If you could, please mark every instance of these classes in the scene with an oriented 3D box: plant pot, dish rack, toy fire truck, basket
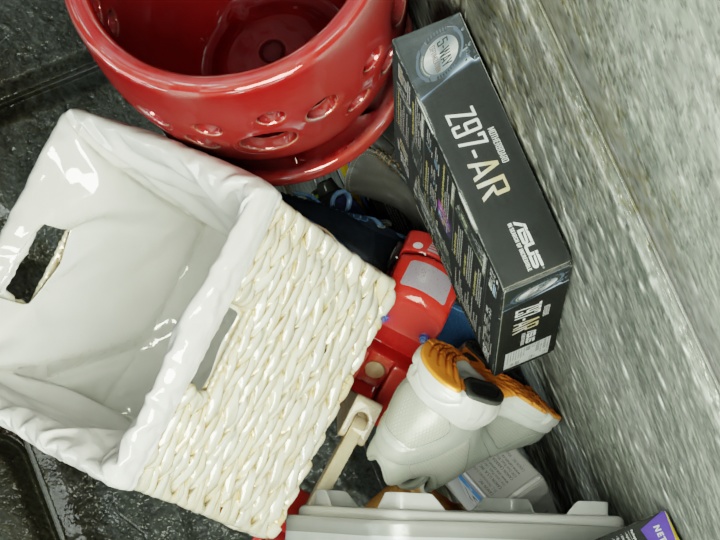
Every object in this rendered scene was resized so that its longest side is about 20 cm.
[{"bbox_3d":[-0.065,-0.157,1.386,0.183,0.199,0.201,68,178,-64],"label":"plant pot"},{"bbox_3d":[0.059,0.158,1.390,0.171,0.198,0.044,-11,75,63],"label":"dish rack"},{"bbox_3d":[0.001,0.085,1.475,0.201,0.048,0.141,-61,5,40],"label":"toy fire truck"},{"bbox_3d":[-0.120,0.034,1.405,0.199,0.199,0.161,23,173,41],"label":"basket"}]

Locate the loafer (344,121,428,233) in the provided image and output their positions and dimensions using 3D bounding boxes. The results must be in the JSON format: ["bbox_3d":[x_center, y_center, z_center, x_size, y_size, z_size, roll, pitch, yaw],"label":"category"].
[{"bbox_3d":[0.023,-0.066,1.545,0.073,0.072,0.201,76,170,-51],"label":"loafer"}]

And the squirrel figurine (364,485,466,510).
[{"bbox_3d":[0.050,0.241,1.632,0.199,0.141,0.188,-16,-107,-50],"label":"squirrel figurine"}]

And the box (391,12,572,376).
[{"bbox_3d":[0.068,-0.039,1.342,0.200,0.043,0.161,84,163,-73],"label":"box"}]

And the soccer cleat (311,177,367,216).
[{"bbox_3d":[-0.023,-0.018,1.688,0.084,0.064,0.200,59,177,0],"label":"soccer cleat"}]

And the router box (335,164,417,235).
[{"bbox_3d":[0.039,-0.020,1.676,0.149,0.051,0.201,91,155,-78],"label":"router box"}]

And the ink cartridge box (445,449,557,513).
[{"bbox_3d":[0.083,0.147,1.652,0.200,0.045,0.177,48,169,42],"label":"ink cartridge box"}]

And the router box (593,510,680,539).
[{"bbox_3d":[0.118,0.232,1.314,0.201,0.156,0.052,74,172,-56],"label":"router box"}]

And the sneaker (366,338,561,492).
[{"bbox_3d":[0.058,0.098,1.449,0.076,0.092,0.200,44,-168,22],"label":"sneaker"}]

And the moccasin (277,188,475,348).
[{"bbox_3d":[0.000,0.000,1.550,0.081,0.199,0.068,-57,5,36],"label":"moccasin"}]
